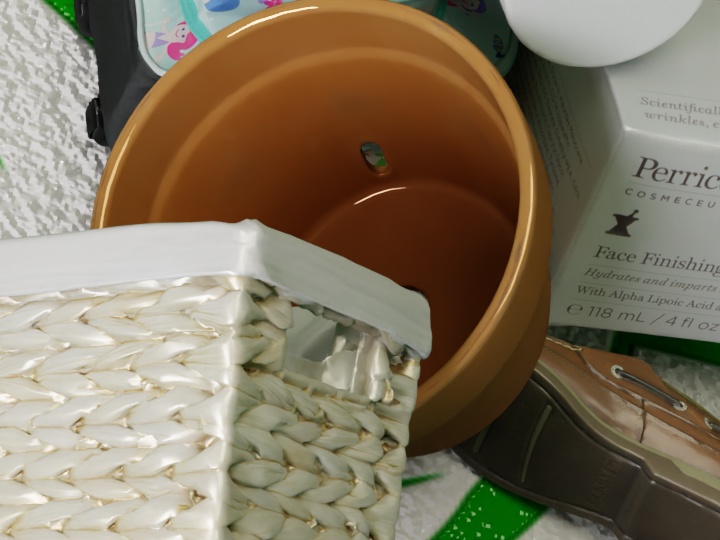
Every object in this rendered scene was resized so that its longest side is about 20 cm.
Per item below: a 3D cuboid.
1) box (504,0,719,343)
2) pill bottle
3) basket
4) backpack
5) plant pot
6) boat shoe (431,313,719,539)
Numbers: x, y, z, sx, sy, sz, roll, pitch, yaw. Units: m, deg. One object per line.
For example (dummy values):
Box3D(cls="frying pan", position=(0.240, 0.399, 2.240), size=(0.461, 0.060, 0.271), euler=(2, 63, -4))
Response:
Box3D(cls="box", position=(0.178, -0.074, 1.179), size=(0.198, 0.131, 0.200), euler=(7, 42, -15))
Box3D(cls="pill bottle", position=(0.088, -0.193, 1.096), size=(0.113, 0.113, 0.200), euler=(3, 44, -18))
Box3D(cls="basket", position=(-0.090, 0.060, 0.905), size=(0.135, 0.199, 0.124), euler=(24, 67, -55))
Box3D(cls="backpack", position=(-0.023, -0.133, 1.163), size=(0.199, 0.151, 0.178), euler=(6, 48, -22))
Box3D(cls="plant pot", position=(0.000, 0.000, 1.051), size=(0.199, 0.140, 0.201), euler=(-8, 68, 19))
Box3D(cls="boat shoe", position=(0.109, 0.074, 1.140), size=(0.200, 0.072, 0.068), euler=(35, 41, 2))
